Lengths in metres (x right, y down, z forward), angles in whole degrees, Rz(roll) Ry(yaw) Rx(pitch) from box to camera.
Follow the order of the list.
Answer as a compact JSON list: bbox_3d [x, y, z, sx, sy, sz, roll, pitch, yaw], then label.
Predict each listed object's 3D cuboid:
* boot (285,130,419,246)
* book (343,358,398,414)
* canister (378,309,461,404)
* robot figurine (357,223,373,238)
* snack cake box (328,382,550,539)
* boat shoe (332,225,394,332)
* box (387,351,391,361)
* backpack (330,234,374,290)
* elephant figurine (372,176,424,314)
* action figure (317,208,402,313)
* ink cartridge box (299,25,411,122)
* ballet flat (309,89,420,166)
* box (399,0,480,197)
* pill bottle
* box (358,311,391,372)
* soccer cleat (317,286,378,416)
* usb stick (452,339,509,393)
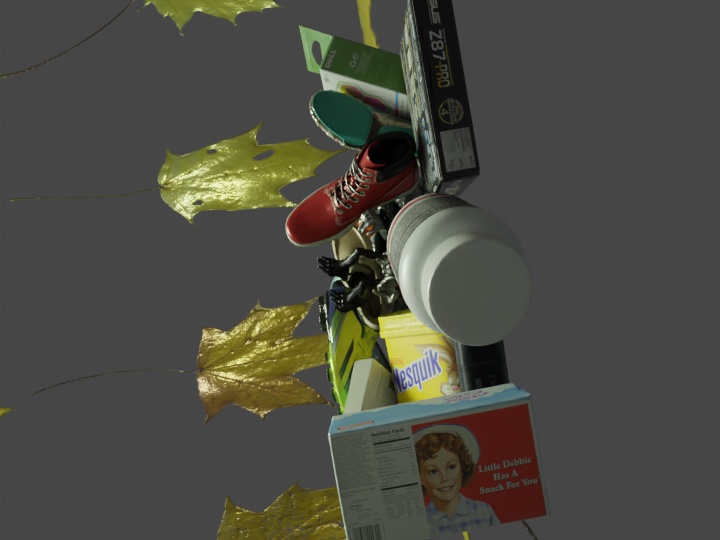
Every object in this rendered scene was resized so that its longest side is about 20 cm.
[{"bbox_3d":[-0.019,-0.102,0.661,0.073,0.198,0.144,62,-176,9],"label":"boot"},{"bbox_3d":[0.048,0.230,0.721,0.200,0.047,0.135,47,-136,-36],"label":"book"},{"bbox_3d":[0.104,0.147,0.671,0.147,0.085,0.204,-15,86,53],"label":"canister"},{"bbox_3d":[0.044,-0.153,1.027,0.144,0.115,0.203,54,-132,-52],"label":"robot figurine"},{"bbox_3d":[0.074,0.190,0.524,0.067,0.196,0.118,46,-147,-89],"label":"snack cake box"},{"bbox_3d":[0.000,0.000,0.847,0.203,0.071,0.065,69,-171,25],"label":"boat shoe"},{"bbox_3d":[0.114,0.188,0.913,0.202,0.048,0.083,65,-144,-28],"label":"box"},{"bbox_3d":[0.049,0.023,0.962,0.177,0.196,0.156,77,-159,-61],"label":"backpack"},{"bbox_3d":[0.068,-0.035,0.814,0.141,0.153,0.204,19,122,55],"label":"elephant figurine"},{"bbox_3d":[0.037,-0.012,0.688,0.101,0.198,0.121,11,-121,-55],"label":"action figure"},{"bbox_3d":[-0.002,-0.274,0.774,0.104,0.197,0.060,78,-147,-76],"label":"ink cartridge box"},{"bbox_3d":[0.018,-0.195,0.765,0.064,0.197,0.077,118,176,-85],"label":"ballet flat"},{"bbox_3d":[0.085,-0.189,0.610,0.161,0.048,0.204,94,166,-87],"label":"box"},{"bbox_3d":[0.085,-0.007,0.484,0.200,0.108,0.113,-98,-2,-77],"label":"pill bottle"},{"bbox_3d":[0.026,0.168,0.882,0.159,0.050,0.201,59,178,44],"label":"box"},{"bbox_3d":[-0.010,0.117,0.750,0.065,0.082,0.204,90,170,-69],"label":"soccer cleat"},{"bbox_3d":[0.138,0.140,0.578,0.033,0.054,0.204,-114,14,-85],"label":"usb stick"}]
